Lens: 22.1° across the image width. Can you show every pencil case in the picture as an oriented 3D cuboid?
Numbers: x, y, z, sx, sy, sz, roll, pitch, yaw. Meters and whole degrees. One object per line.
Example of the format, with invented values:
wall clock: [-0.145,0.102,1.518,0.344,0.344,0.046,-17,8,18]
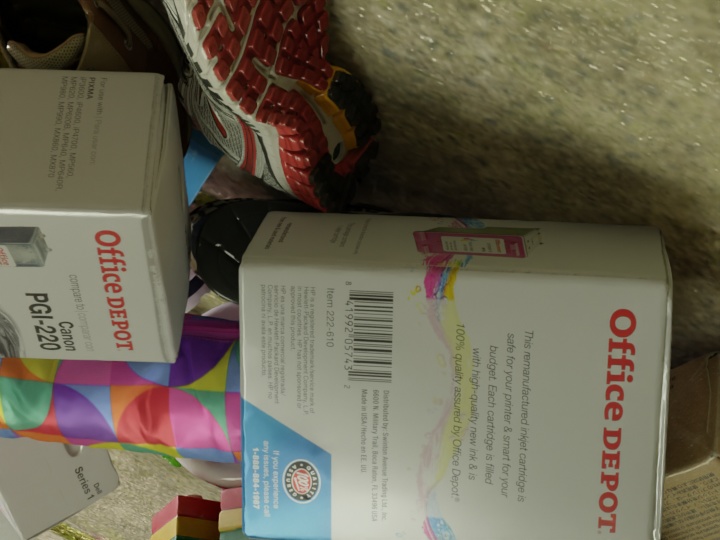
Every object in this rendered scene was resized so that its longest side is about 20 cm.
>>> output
pencil case: [-0.120,0.061,1.036,0.200,0.089,0.088,4,149,17]

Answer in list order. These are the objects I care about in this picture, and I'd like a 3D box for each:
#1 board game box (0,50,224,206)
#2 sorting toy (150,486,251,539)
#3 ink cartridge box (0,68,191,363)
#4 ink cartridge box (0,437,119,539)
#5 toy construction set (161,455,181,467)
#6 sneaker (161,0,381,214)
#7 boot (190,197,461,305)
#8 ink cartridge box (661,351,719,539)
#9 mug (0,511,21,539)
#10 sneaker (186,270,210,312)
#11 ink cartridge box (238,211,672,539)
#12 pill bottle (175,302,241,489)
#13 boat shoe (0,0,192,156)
board game box: [-0.168,-0.105,1.025,0.200,0.040,0.153,32,157,-6]
sorting toy: [-0.037,0.173,1.094,0.199,0.070,0.200,-15,158,42]
ink cartridge box: [-0.186,-0.025,0.885,0.199,0.085,0.146,0,149,0]
ink cartridge box: [-0.267,0.078,1.328,0.200,0.084,0.146,39,154,49]
toy construction set: [-0.148,0.073,1.318,0.200,0.092,0.131,25,-178,28]
sneaker: [-0.060,-0.097,0.874,0.082,0.078,0.200,18,154,27]
boot: [-0.001,-0.002,1.018,0.203,0.074,0.154,11,-179,-14]
ink cartridge box: [0.168,0.146,1.028,0.200,0.075,0.165,-27,127,37]
mug: [-0.347,0.119,1.580,0.200,0.147,0.176,50,163,38]
sneaker: [-0.181,-0.025,1.183,0.200,0.076,0.081,6,136,34]
ink cartridge box: [0.047,0.054,0.890,0.200,0.085,0.145,3,109,7]
pill bottle: [-0.039,0.096,1.156,0.113,0.114,0.200,19,171,23]
boat shoe: [-0.144,-0.115,0.886,0.076,0.074,0.200,-7,132,22]
